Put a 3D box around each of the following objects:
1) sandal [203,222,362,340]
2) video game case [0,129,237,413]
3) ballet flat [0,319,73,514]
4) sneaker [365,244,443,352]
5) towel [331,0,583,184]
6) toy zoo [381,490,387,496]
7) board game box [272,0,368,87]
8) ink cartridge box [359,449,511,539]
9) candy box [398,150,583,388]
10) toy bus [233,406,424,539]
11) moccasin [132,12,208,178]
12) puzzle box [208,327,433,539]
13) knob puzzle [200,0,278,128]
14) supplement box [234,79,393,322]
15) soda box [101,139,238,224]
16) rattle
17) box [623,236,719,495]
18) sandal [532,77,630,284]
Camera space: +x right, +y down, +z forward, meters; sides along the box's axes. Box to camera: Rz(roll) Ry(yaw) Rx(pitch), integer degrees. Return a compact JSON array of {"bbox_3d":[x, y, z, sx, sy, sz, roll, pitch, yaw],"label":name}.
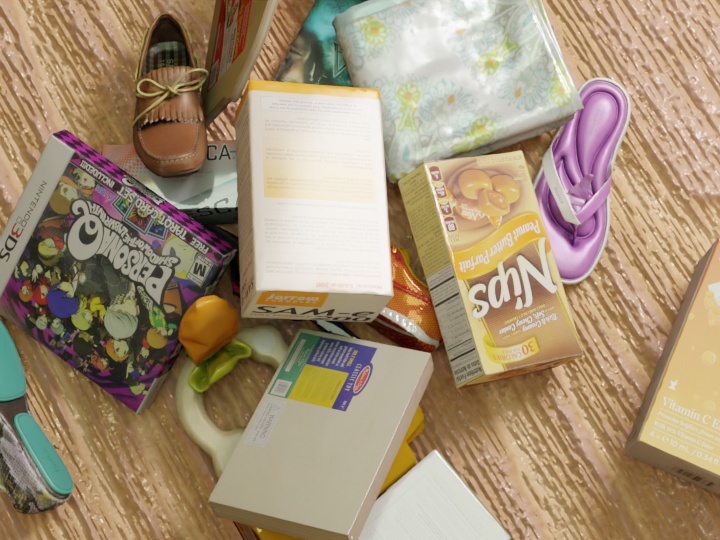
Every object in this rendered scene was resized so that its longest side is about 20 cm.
[{"bbox_3d":[-0.076,0.027,1.560,0.200,0.075,0.045,40,93,6],"label":"sandal"},{"bbox_3d":[-0.236,0.001,1.545,0.199,0.036,0.182,35,111,8],"label":"video game case"},{"bbox_3d":[-0.332,0.134,1.546,0.072,0.072,0.202,-26,77,-4],"label":"ballet flat"},{"bbox_3d":[0.000,0.000,1.571,0.199,0.073,0.078,33,71,-1],"label":"sneaker"},{"bbox_3d":[0.091,-0.192,1.585,0.198,0.048,0.173,-19,76,-4],"label":"towel"},{"bbox_3d":[-0.003,0.299,1.523,0.131,0.020,0.200,41,81,9],"label":"toy zoo"},{"bbox_3d":[0.027,-0.181,1.623,0.199,0.028,0.136,25,79,6],"label":"board game box"},{"bbox_3d":[0.025,0.263,1.488,0.200,0.059,0.104,-40,79,-8],"label":"ink cartridge box"},{"bbox_3d":[0.118,-0.003,1.543,0.115,0.055,0.202,-9,77,-31],"label":"candy box"},{"bbox_3d":[-0.022,0.177,1.493,0.199,0.078,0.065,-38,114,-21],"label":"toy bus"},{"bbox_3d":[-0.173,-0.162,1.553,0.073,0.078,0.203,-1,44,0],"label":"moccasin"},{"bbox_3d":[-0.030,0.140,1.455,0.132,0.026,0.201,10,50,23],"label":"puzzle box"},{"bbox_3d":[-0.095,-0.243,1.551,0.030,0.219,0.222,15,77,-19],"label":"knob puzzle"},{"bbox_3d":[-0.044,-0.061,1.503,0.125,0.074,0.202,3,69,-15],"label":"supplement box"},{"bbox_3d":[-0.143,-0.082,1.588,0.198,0.064,0.069,-3,77,1],"label":"soda box"},{"bbox_3d":[-0.096,0.136,1.505,0.129,0.143,0.202,-3,71,-18],"label":"rattle"},{"bbox_3d":[0.334,0.092,1.521,0.123,0.098,0.202,22,79,6],"label":"box"},{"bbox_3d":[0.203,-0.090,1.588,0.082,0.050,0.205,12,78,4],"label":"sandal"}]
